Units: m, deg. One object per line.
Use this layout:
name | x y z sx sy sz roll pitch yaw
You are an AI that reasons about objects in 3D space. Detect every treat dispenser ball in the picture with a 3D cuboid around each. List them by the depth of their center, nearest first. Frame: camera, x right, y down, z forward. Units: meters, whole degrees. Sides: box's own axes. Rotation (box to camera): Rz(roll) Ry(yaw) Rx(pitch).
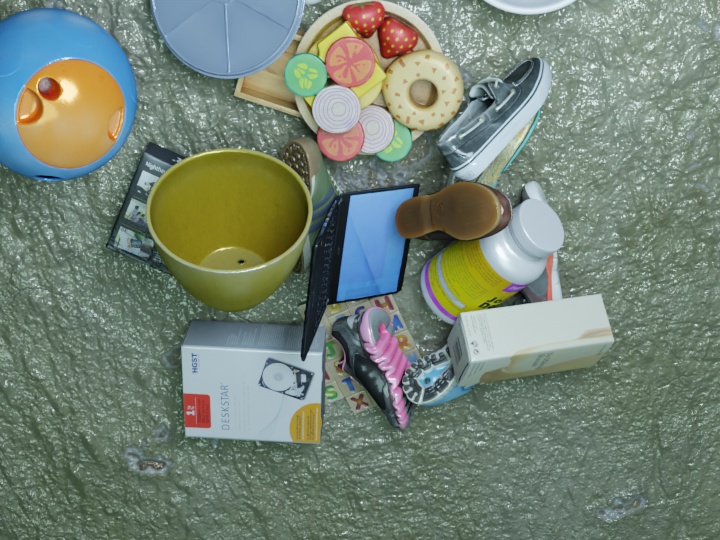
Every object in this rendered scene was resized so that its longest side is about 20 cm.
treat dispenser ball | -0.367 -0.208 1.226 0.198 0.201 0.203 0 117 0

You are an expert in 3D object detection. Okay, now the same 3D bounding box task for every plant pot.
plant pot | -0.160 -0.030 1.281 0.197 0.202 0.143 3 140 -2

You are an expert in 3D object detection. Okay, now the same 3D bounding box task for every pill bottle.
pill bottle | 0.171 -0.013 1.336 0.104 0.105 0.200 33 140 -15

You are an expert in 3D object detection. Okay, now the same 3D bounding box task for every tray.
tray | -0.050 -0.240 1.302 0.198 0.037 0.099 17 115 -9

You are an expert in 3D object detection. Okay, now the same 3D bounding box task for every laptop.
laptop | 0.000 0.000 1.330 0.102 0.201 0.179 12 124 6

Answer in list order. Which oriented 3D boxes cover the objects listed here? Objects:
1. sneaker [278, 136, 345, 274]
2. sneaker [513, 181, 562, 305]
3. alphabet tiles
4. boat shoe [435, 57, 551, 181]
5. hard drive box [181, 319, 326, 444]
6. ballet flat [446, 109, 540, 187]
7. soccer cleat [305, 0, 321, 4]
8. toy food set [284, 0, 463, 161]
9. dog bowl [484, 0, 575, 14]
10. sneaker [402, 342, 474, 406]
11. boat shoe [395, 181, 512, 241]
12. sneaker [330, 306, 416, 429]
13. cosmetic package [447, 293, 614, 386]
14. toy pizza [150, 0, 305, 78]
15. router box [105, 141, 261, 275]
sneaker | -0.057 -0.095 1.340 0.089 0.067 0.202 -28 139 -35
sneaker | 0.225 -0.021 1.390 0.081 0.077 0.202 -7 116 11
alphabet tiles | -0.006 0.115 1.493 0.165 0.006 0.201 -22 114 11
boat shoe | 0.164 -0.200 1.251 0.071 0.072 0.201 47 63 -23
hard drive box | -0.150 0.160 1.474 0.197 0.077 0.158 2 117 2
ballet flat | 0.159 -0.140 1.333 0.070 0.071 0.201 23 117 -11
soccer cleat | 0.007 -0.382 1.212 0.086 0.070 0.200 34 111 -15
toy food set | 0.011 -0.228 1.261 0.197 0.049 0.200 -35 112 16
dog bowl | 0.198 -0.407 1.194 0.197 0.079 0.202 0 117 0
sneaker | 0.152 0.128 1.473 0.199 0.079 0.090 -30 155 1
boat shoe | 0.125 -0.071 1.270 0.070 0.199 0.071 0 92 -32
sneaker | 0.018 0.142 1.474 0.094 0.079 0.202 -8 118 28
cosmetic package | 0.225 0.094 1.375 0.197 0.072 0.105 -8 156 -8
toy pizza | -0.159 -0.333 1.237 0.198 0.032 0.203 3 101 13
router box | -0.221 -0.061 1.381 0.198 0.051 0.150 24 112 -12
